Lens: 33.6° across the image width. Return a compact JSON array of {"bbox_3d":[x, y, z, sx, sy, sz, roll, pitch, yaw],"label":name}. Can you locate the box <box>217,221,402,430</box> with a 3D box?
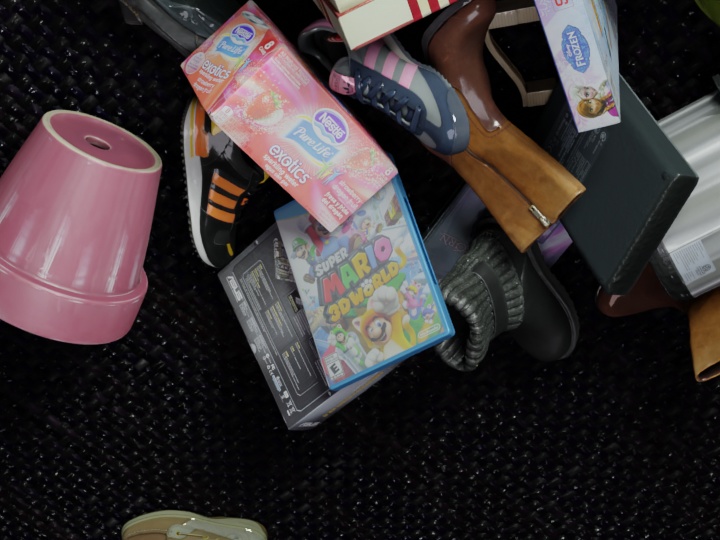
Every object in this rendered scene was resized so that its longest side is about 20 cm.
[{"bbox_3d":[-0.051,0.043,1.269,0.158,0.201,0.048,-39,157,25],"label":"box"}]

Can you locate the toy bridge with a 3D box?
[{"bbox_3d":[0.147,-0.248,1.139,0.066,0.027,0.202,-8,128,9],"label":"toy bridge"}]

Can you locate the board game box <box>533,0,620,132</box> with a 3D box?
[{"bbox_3d":[0.178,-0.258,1.022,0.041,0.201,0.201,-12,126,20],"label":"board game box"}]

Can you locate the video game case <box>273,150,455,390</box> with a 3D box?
[{"bbox_3d":[0.000,0.000,1.199,0.142,0.202,0.018,-27,160,22],"label":"video game case"}]

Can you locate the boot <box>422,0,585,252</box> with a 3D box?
[{"bbox_3d":[0.129,-0.137,1.108,0.200,0.068,0.189,50,138,16],"label":"boot"}]

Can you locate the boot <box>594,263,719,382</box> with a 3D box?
[{"bbox_3d":[0.343,0.050,1.249,0.186,0.201,0.069,-20,125,16],"label":"boot"}]

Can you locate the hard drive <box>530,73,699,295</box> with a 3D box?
[{"bbox_3d":[0.226,-0.096,1.118,0.032,0.201,0.140,3,131,-26],"label":"hard drive"}]

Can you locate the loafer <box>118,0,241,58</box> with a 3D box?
[{"bbox_3d":[-0.204,-0.258,1.118,0.199,0.073,0.072,33,126,-20],"label":"loafer"}]

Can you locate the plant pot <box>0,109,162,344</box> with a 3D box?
[{"bbox_3d":[-0.292,-0.053,1.210,0.198,0.200,0.180,22,110,-15],"label":"plant pot"}]

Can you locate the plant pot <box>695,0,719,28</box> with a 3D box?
[{"bbox_3d":[0.395,-0.249,1.027,0.197,0.194,0.202,1,127,1],"label":"plant pot"}]

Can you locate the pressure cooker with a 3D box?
[{"bbox_3d":[0.358,-0.083,1.158,0.198,0.180,0.176,-28,162,18],"label":"pressure cooker"}]

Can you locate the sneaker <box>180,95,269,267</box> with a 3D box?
[{"bbox_3d":[-0.133,-0.086,1.243,0.089,0.070,0.202,1,125,5],"label":"sneaker"}]

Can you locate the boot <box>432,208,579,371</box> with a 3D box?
[{"bbox_3d":[0.148,0.057,1.259,0.079,0.158,0.212,-7,127,40],"label":"boot"}]

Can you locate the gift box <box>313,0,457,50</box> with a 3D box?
[{"bbox_3d":[0.024,-0.310,1.007,0.183,0.201,0.188,-23,121,2],"label":"gift box"}]

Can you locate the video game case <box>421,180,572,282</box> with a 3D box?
[{"bbox_3d":[0.157,-0.046,1.298,0.142,0.019,0.201,26,123,-17],"label":"video game case"}]

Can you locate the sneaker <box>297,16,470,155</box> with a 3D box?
[{"bbox_3d":[0.018,-0.167,1.097,0.081,0.200,0.071,-22,144,-30],"label":"sneaker"}]

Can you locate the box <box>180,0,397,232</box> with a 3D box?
[{"bbox_3d":[-0.065,-0.143,1.137,0.094,0.103,0.200,-40,133,8],"label":"box"}]

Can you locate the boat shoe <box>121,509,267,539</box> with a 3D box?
[{"bbox_3d":[-0.225,0.368,1.591,0.197,0.067,0.075,0,127,2],"label":"boat shoe"}]
